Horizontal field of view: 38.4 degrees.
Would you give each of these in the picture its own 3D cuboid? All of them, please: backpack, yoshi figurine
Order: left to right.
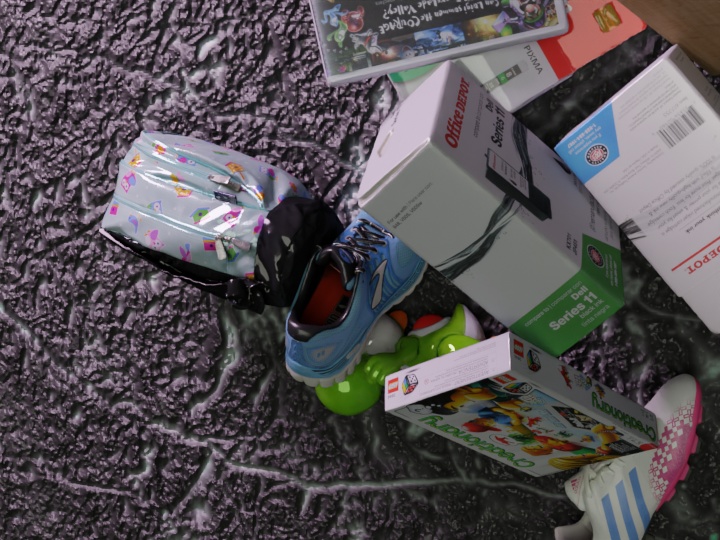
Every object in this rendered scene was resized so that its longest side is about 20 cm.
[{"bbox_3d":[-0.124,-0.044,0.914,0.199,0.167,0.127,21,90,15],"label":"backpack"},{"bbox_3d":[0.044,0.095,0.916,0.199,0.112,0.113,8,112,17],"label":"yoshi figurine"}]

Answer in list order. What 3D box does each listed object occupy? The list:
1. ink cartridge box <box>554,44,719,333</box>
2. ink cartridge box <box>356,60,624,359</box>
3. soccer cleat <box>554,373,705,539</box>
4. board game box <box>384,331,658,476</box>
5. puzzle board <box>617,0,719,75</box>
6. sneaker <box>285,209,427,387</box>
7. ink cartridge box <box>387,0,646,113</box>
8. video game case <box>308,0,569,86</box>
[{"bbox_3d":[0.267,-0.063,0.826,0.116,0.068,0.200,-40,90,31],"label":"ink cartridge box"},{"bbox_3d":[0.106,-0.050,0.808,0.200,0.147,0.083,38,123,-15],"label":"ink cartridge box"},{"bbox_3d":[0.229,0.176,0.897,0.086,0.070,0.201,17,108,2],"label":"soccer cleat"},{"bbox_3d":[0.133,0.114,0.838,0.200,0.035,0.126,28,142,-36],"label":"board game box"},{"bbox_3d":[0.218,-0.211,0.750,0.200,0.151,0.017,36,92,-9],"label":"puzzle board"},{"bbox_3d":[0.000,0.000,0.871,0.078,0.090,0.200,19,63,20],"label":"sneaker"},{"bbox_3d":[0.108,-0.213,0.854,0.200,0.050,0.161,-29,94,22],"label":"ink cartridge box"},{"bbox_3d":[0.051,-0.258,0.828,0.199,0.023,0.182,-12,95,3],"label":"video game case"}]
